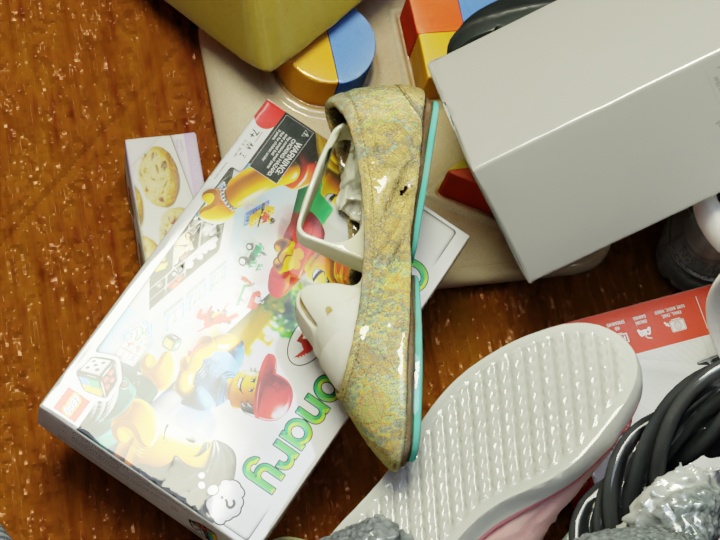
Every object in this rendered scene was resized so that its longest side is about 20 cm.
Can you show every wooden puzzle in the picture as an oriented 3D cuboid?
[{"bbox_3d":[0.024,-0.080,1.183,0.199,0.046,0.186,-8,68,-10],"label":"wooden puzzle"}]

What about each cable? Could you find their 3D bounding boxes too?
[{"bbox_3d":[0.190,0.109,0.986,0.163,0.051,0.201,31,106,-5],"label":"cable"}]

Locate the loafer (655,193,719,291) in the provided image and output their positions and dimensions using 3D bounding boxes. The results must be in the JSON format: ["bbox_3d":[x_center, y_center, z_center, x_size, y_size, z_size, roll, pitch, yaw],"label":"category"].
[{"bbox_3d":[0.222,-0.075,1.193,0.070,0.070,0.201,25,66,4],"label":"loafer"}]

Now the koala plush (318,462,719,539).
[{"bbox_3d":[0.083,0.173,0.909,0.184,0.200,0.178,39,28,-21],"label":"koala plush"}]

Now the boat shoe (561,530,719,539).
[{"bbox_3d":[0.105,0.178,1.052,0.073,0.062,0.201,28,101,-18],"label":"boat shoe"}]

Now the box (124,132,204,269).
[{"bbox_3d":[-0.088,0.026,1.127,0.041,0.039,0.201,-7,68,-9],"label":"box"}]

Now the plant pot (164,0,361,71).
[{"bbox_3d":[-0.055,-0.268,1.147,0.194,0.200,0.195,-41,62,-21],"label":"plant pot"}]

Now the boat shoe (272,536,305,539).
[{"bbox_3d":[-0.065,0.212,1.036,0.073,0.063,0.201,31,67,6],"label":"boat shoe"}]

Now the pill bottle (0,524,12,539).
[{"bbox_3d":[-0.195,0.172,0.997,0.119,0.120,0.200,-34,68,-19],"label":"pill bottle"}]

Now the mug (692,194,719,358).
[{"bbox_3d":[0.258,-0.018,1.085,0.200,0.148,0.175,32,63,25],"label":"mug"}]

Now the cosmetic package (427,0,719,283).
[{"bbox_3d":[0.145,-0.092,1.082,0.199,0.085,0.108,-26,37,9],"label":"cosmetic package"}]

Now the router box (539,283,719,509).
[{"bbox_3d":[0.207,0.095,1.129,0.199,0.049,0.180,-14,69,-13],"label":"router box"}]

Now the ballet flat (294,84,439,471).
[{"bbox_3d":[0.000,0.000,1.052,0.070,0.071,0.201,6,65,-4],"label":"ballet flat"}]

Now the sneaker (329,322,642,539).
[{"bbox_3d":[0.062,0.115,1.066,0.200,0.105,0.075,-44,59,-3],"label":"sneaker"}]

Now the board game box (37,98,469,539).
[{"bbox_3d":[-0.051,0.028,1.086,0.126,0.035,0.200,33,69,3],"label":"board game box"}]

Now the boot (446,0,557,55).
[{"bbox_3d":[0.131,-0.167,1.200,0.199,0.077,0.169,-8,47,-6],"label":"boot"}]
